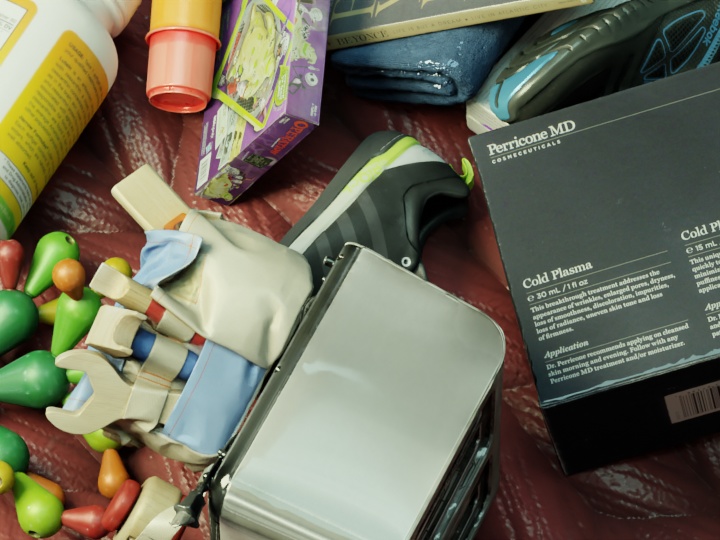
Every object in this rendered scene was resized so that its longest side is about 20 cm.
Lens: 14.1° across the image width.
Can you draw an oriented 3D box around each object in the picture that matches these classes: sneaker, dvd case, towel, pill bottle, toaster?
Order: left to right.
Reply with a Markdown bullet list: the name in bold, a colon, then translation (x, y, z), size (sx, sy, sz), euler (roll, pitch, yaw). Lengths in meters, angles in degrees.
- **pill bottle**: translation (-0.217, -0.113, 1.771), size (0.111, 0.111, 0.200), euler (24, 65, 16)
- **toaster**: translation (-0.003, 0.114, 1.589), size (0.118, 0.181, 0.200), euler (23, 64, 14)
- **sneaker**: translation (0.000, 0.000, 1.716), size (0.083, 0.072, 0.200), euler (29, 67, 15)
- **dvd case**: translation (0.060, -0.204, 1.786), size (0.199, 0.016, 0.149), euler (-8, 47, 26)
- **towel**: translation (0.070, -0.185, 1.811), size (0.111, 0.049, 0.200), euler (8, 55, 39)
- **sneaker**: translation (0.167, -0.125, 1.751), size (0.200, 0.073, 0.082), euler (-29, 101, -24)

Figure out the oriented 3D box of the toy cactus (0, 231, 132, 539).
- **toy cactus**: translation (-0.209, 0.067, 1.690), size (0.164, 0.102, 0.201), euler (-8, 69, 11)

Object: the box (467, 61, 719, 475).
- **box**: translation (0.183, -0.007, 1.673), size (0.199, 0.104, 0.183), euler (-16, 62, 5)

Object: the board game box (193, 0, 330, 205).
- **board game box**: translation (-0.055, -0.152, 1.781), size (0.032, 0.120, 0.201), euler (16, 60, -20)

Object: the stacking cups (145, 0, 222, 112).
- **stacking cups**: translation (-0.106, -0.199, 1.813), size (0.060, 0.061, 0.201), euler (2, 70, 5)

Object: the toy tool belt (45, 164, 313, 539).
- **toy tool belt**: translation (-0.119, 0.051, 1.608), size (0.123, 0.125, 0.200), euler (29, 75, -7)

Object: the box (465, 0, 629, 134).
- **box**: translation (0.143, -0.154, 1.810), size (0.041, 0.039, 0.200), euler (34, 68, 22)
